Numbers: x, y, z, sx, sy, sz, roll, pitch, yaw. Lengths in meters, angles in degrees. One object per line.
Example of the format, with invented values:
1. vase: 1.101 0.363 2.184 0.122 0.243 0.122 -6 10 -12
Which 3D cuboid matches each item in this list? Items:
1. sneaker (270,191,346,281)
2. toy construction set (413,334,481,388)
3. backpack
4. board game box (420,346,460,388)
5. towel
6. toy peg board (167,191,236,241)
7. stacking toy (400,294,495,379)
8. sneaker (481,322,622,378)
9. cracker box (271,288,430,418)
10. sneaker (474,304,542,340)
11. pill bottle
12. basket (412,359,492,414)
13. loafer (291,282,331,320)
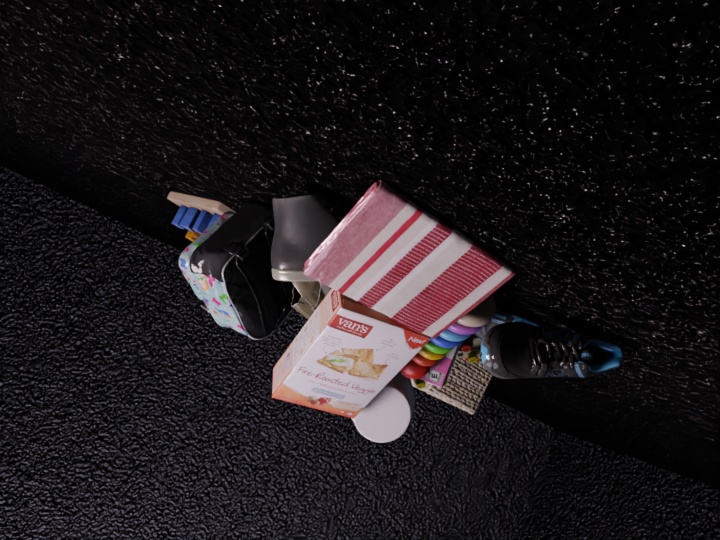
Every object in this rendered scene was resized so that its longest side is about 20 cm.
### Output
1. sneaker: -0.010 -0.044 0.645 0.200 0.106 0.075 -3 -170 -9
2. toy construction set: 0.196 0.151 0.962 0.200 0.131 0.092 -8 -137 -21
3. backpack: -0.185 0.008 0.865 0.150 0.178 0.200 12 139 31
4. board game box: 0.070 0.085 0.867 0.200 0.148 0.064 21 180 17
5. towel: 0.055 -0.003 0.593 0.200 0.023 0.144 29 126 -24
6. toy peg board: -0.297 -0.067 1.109 0.200 0.098 0.199 15 166 42
7. stacking toy: 0.107 0.094 0.746 0.085 0.085 0.200 25 134 -2
8. sneaker: 0.248 0.103 0.682 0.200 0.073 0.082 4 170 -26
9. cracker box: -0.018 0.114 0.711 0.134 0.200 0.058 21 -145 -23
10. sneaker: 0.258 0.116 0.812 0.200 0.073 0.082 30 168 -31
11. pill bottle: 0.034 0.212 0.886 0.114 0.114 0.200 24 -178 0
12. basket: 0.196 0.229 1.302 0.200 0.161 0.198 33 168 -34
13. loafer: -0.072 0.040 0.801 0.075 0.070 0.200 -115 5 -65
